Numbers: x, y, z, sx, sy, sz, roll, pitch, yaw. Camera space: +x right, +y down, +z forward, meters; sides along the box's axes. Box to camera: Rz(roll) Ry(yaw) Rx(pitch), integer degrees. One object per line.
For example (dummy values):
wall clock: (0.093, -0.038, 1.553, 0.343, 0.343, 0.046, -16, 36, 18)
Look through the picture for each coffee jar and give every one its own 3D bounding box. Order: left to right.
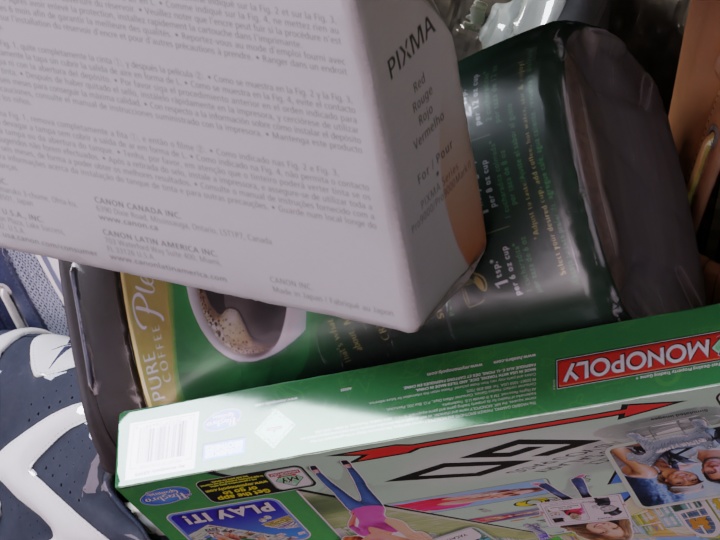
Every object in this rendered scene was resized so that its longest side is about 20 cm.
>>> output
coffee jar: (0.000, 0.000, 0.809, 0.200, 0.085, 0.104, -17, 77, 28)

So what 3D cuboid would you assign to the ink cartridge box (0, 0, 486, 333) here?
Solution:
ink cartridge box: (-0.057, -0.086, 0.709, 0.162, 0.050, 0.200, 11, 127, 28)

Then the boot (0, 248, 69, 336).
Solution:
boot: (-0.149, -0.049, 0.989, 0.090, 0.073, 0.200, -21, 94, 31)

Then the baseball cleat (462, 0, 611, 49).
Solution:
baseball cleat: (0.068, -0.009, 0.877, 0.106, 0.070, 0.200, 17, 103, -9)

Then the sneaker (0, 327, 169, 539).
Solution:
sneaker: (-0.082, 0.117, 0.936, 0.130, 0.079, 0.199, -5, 93, 43)

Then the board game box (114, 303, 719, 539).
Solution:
board game box: (0.045, 0.068, 0.787, 0.200, 0.135, 0.029, -11, 55, 21)

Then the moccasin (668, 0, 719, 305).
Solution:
moccasin: (0.129, 0.003, 0.818, 0.074, 0.078, 0.202, 7, 106, -14)
